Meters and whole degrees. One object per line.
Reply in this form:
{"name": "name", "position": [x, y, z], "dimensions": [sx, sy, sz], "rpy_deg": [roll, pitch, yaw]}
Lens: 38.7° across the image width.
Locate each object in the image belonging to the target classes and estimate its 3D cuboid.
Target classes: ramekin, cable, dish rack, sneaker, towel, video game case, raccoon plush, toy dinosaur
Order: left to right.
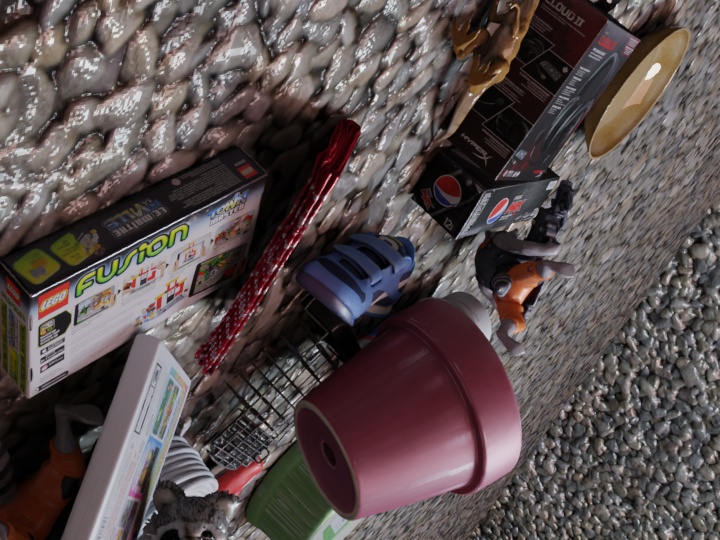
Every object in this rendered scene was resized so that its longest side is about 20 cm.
{"name": "video game case", "position": [-0.183, 0.163, 0.793], "dimensions": [0.182, 0.023, 0.203], "rpy_deg": [99, 8, -75]}
{"name": "cable", "position": [-0.222, 0.247, 0.966], "dimensions": [0.199, 0.069, 0.201], "rpy_deg": [-38, 159, -34]}
{"name": "raccoon plush", "position": [-0.170, 0.242, 0.891], "dimensions": [0.095, 0.199, 0.137], "rpy_deg": [10, 85, -30]}
{"name": "sneaker", "position": [-0.167, 0.288, 1.144], "dimensions": [0.201, 0.085, 0.077], "rpy_deg": [-50, 161, 5]}
{"name": "towel", "position": [-0.063, -0.024, 0.814], "dimensions": [0.201, 0.022, 0.145], "rpy_deg": [-56, -175, 21]}
{"name": "dish rack", "position": [-0.082, 0.120, 1.065], "dimensions": [0.200, 0.055, 0.154], "rpy_deg": [-44, 158, -8]}
{"name": "ramekin", "position": [-0.050, 0.300, 1.387], "dimensions": [0.199, 0.098, 0.201], "rpy_deg": [-41, 158, -20]}
{"name": "sneaker", "position": [0.000, 0.000, 0.992], "dimensions": [0.083, 0.074, 0.200], "rpy_deg": [-52, 168, 13]}
{"name": "toy dinosaur", "position": [0.112, -0.179, 0.912], "dimensions": [0.106, 0.060, 0.202], "rpy_deg": [-15, 142, -59]}

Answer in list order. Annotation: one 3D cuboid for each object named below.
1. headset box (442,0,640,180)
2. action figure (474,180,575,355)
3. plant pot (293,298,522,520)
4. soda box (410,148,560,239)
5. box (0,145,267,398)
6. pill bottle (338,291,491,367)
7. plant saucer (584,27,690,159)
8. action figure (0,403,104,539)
{"name": "headset box", "position": [0.188, -0.191, 1.019], "dimensions": [0.201, 0.077, 0.148], "rpy_deg": [-54, 162, 19]}
{"name": "action figure", "position": [0.190, -0.016, 1.233], "dimensions": [0.194, 0.103, 0.203], "rpy_deg": [-115, -138, -69]}
{"name": "plant pot", "position": [0.037, 0.155, 1.046], "dimensions": [0.177, 0.201, 0.201], "rpy_deg": [-23, 151, -25]}
{"name": "soda box", "position": [0.139, -0.090, 1.111], "dimensions": [0.199, 0.071, 0.064], "rpy_deg": [-15, 143, -57]}
{"name": "box", "position": [-0.155, -0.002, 0.714], "dimensions": [0.199, 0.035, 0.111], "rpy_deg": [-32, 154, -38]}
{"name": "pill bottle", "position": [0.074, 0.101, 1.266], "dimensions": [0.199, 0.112, 0.113], "rpy_deg": [-28, 152, -44]}
{"name": "plant saucer", "position": [0.351, -0.237, 1.336], "dimensions": [0.200, 0.035, 0.201], "rpy_deg": [-42, 160, -19]}
{"name": "action figure", "position": [-0.245, 0.166, 0.801], "dimensions": [0.194, 0.103, 0.202], "rpy_deg": [116, -5, -52]}
